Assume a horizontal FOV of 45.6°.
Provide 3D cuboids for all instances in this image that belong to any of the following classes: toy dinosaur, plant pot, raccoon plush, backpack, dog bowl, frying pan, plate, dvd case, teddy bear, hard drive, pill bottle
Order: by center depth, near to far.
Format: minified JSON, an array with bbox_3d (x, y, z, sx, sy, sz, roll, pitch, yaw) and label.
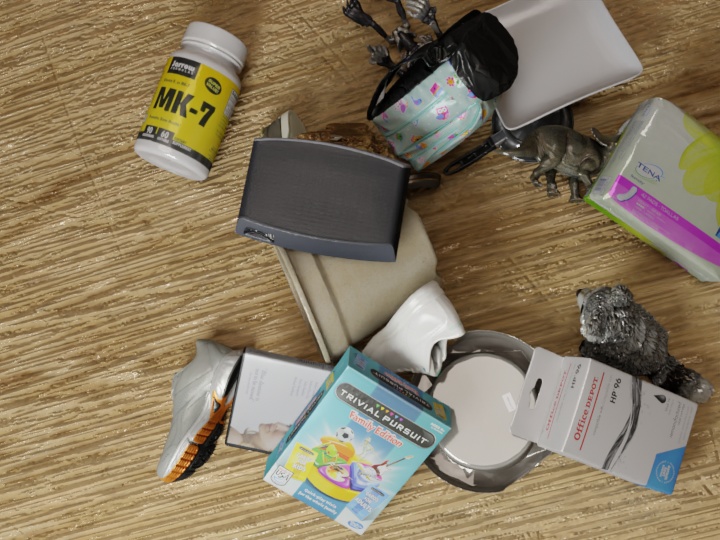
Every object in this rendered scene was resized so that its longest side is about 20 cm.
[{"bbox_3d":[-0.044,-0.089,1.020,0.196,0.042,0.137,10,78,1],"label":"hard drive"},{"bbox_3d":[0.351,0.081,1.043,0.197,0.134,0.098,21,82,14],"label":"raccoon plush"},{"bbox_3d":[-0.063,0.180,1.076,0.196,0.018,0.145,12,115,-6],"label":"dvd case"},{"bbox_3d":[0.158,0.181,1.100,0.196,0.059,0.204,-2,79,10],"label":"dog bowl"},{"bbox_3d":[0.103,-0.226,1.112,0.199,0.167,0.127,-35,95,38],"label":"backpack"},{"bbox_3d":[0.000,0.000,1.113,0.181,0.201,0.203,-23,75,-6],"label":"plant pot"},{"bbox_3d":[0.270,-0.152,1.137,0.196,0.077,0.104,6,74,1],"label":"toy dinosaur"},{"bbox_3d":[-0.021,-0.150,1.142,0.142,0.200,0.068,-3,109,-11],"label":"teddy bear"},{"bbox_3d":[0.255,-0.298,1.177,0.197,0.032,0.202,-22,62,4],"label":"plate"},{"bbox_3d":[0.201,-0.202,1.189,0.186,0.031,0.117,-7,76,7],"label":"frying pan"},{"bbox_3d":[-0.240,-0.244,1.236,0.113,0.114,0.203,17,82,14],"label":"pill bottle"}]

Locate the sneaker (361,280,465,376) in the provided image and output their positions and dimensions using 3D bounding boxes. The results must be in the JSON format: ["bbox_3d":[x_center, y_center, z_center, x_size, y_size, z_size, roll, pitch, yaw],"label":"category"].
[{"bbox_3d":[0.063,0.103,1.070,0.075,0.201,0.089,-31,74,-38],"label":"sneaker"}]

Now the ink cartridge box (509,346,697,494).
[{"bbox_3d":[0.291,0.178,1.029,0.197,0.068,0.118,22,81,-12],"label":"ink cartridge box"}]

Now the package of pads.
[{"bbox_3d":[0.404,-0.103,1.076,0.198,0.068,0.156,32,87,-7],"label":"package of pads"}]

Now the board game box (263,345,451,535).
[{"bbox_3d":[-0.006,0.213,1.052,0.150,0.047,0.201,31,113,-11],"label":"board game box"}]

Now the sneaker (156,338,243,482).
[{"bbox_3d":[-0.231,0.188,1.174,0.091,0.076,0.202,24,76,22],"label":"sneaker"}]

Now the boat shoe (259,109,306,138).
[{"bbox_3d":[-0.112,-0.137,1.185,0.060,0.072,0.204,-21,44,22],"label":"boat shoe"}]

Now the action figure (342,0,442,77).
[{"bbox_3d":[0.058,-0.329,1.202,0.119,0.102,0.200,-46,73,13],"label":"action figure"}]

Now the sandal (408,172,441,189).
[{"bbox_3d":[0.016,-0.099,1.187,0.196,0.082,0.056,-9,99,2],"label":"sandal"}]
